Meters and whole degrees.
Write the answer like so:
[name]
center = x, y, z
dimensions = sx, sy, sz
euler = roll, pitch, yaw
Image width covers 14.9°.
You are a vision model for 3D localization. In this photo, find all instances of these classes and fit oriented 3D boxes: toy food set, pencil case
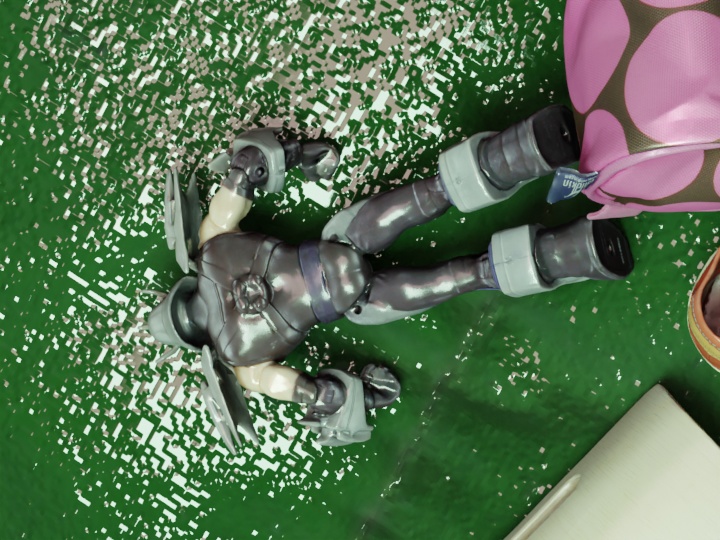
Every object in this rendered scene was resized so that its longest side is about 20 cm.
[toy food set]
center = 0.134, 0.165, 1.060
dimensions = 0.144, 0.060, 0.200
euler = -45, 83, 4
[pencil case]
center = 0.108, -0.121, 1.019
dimensions = 0.090, 0.094, 0.201
euler = 4, 75, -20

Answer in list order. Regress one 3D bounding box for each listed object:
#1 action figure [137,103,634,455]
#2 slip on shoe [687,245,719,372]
[action figure]
center = 0.000, 0.000, 1.084
dimensions = 0.199, 0.069, 0.131
euler = -16, 95, 20
[slip on shoe]
center = 0.194, -0.038, 1.026
dimensions = 0.074, 0.061, 0.200
euler = 44, 101, 12
